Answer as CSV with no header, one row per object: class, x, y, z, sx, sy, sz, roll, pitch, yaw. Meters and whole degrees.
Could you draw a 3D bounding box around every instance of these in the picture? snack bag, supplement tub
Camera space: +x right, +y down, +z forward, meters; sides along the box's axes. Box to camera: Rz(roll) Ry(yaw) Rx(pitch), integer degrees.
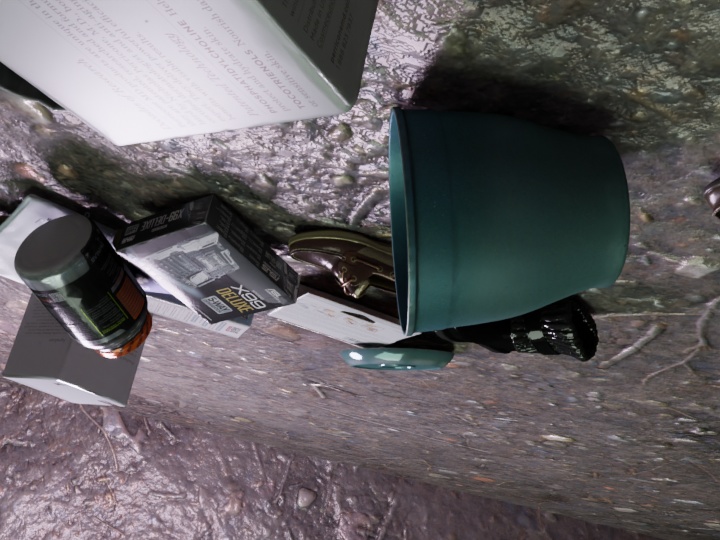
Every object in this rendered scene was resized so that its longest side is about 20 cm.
snack bag,-0.447,-0.024,1.176,0.188,0.021,0.200,-34,138,27
supplement tub,-0.384,0.028,1.128,0.122,0.123,0.200,3,139,23

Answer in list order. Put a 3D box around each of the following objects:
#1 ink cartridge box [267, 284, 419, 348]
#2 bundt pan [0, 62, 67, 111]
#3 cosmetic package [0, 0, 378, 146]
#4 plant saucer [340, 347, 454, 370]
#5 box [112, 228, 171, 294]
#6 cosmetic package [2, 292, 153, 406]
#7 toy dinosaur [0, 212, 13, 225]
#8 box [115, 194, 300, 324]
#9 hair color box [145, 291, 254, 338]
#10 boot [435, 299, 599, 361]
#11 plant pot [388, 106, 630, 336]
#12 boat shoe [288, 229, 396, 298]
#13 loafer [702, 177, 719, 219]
ink cartridge box,-0.025,0.066,1.253,0.200,0.044,0.174,21,157,-21
bundt pan,-0.244,-0.207,0.633,0.202,0.076,0.202,10,158,4
cosmetic package,-0.110,-0.193,0.467,0.200,0.168,0.166,-1,156,33
plant saucer,0.064,0.157,1.391,0.200,0.027,0.200,1,169,0
box,-0.251,-0.004,1.170,0.200,0.032,0.121,6,145,5
cosmetic package,-0.516,0.130,1.470,0.165,0.200,0.165,-2,154,32
toy dinosaur,-0.539,-0.063,1.191,0.101,0.058,0.200,9,159,13
box,-0.201,-0.008,1.079,0.158,0.050,0.200,-14,140,28
hair color box,-0.281,0.049,1.329,0.200,0.061,0.099,19,158,-15
boot,0.211,0.069,1.072,0.158,0.080,0.211,1,168,44
plant pot,0.125,-0.048,0.700,0.188,0.200,0.200,-4,158,-1
boat shoe,0.000,0.000,1.029,0.200,0.072,0.072,12,159,0
loafer,0.404,-0.040,0.706,0.200,0.071,0.073,14,159,-3
